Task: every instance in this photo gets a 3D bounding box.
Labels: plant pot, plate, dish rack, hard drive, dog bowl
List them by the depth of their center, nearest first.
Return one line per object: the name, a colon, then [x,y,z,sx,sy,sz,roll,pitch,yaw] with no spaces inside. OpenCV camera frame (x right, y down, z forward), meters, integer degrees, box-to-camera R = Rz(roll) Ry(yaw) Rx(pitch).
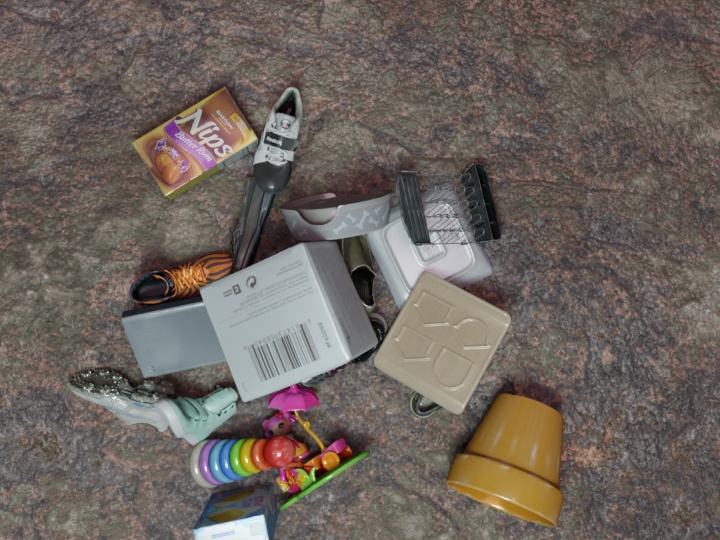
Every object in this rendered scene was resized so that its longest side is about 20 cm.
dog bowl: [-0.039,-0.099,1.221,0.199,0.200,0.059,-9,103,-4]
plant pot: [0.275,0.327,1.232,0.200,0.200,0.184,24,71,-3]
hard drive: [-0.305,0.113,1.235,0.199,0.033,0.140,-12,123,-5]
dish rack: [0.156,-0.117,1.252,0.200,0.055,0.154,-3,75,-35]
plate: [0.127,-0.043,1.306,0.200,0.032,0.200,-26,89,-5]

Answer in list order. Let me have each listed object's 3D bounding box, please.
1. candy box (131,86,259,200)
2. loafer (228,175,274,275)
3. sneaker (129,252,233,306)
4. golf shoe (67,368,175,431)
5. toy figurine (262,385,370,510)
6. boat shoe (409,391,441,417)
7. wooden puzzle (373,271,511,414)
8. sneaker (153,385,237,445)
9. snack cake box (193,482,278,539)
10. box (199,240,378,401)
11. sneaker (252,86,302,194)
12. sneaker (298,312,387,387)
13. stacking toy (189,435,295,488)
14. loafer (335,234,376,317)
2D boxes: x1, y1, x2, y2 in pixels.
candy box: [-0.300,-0.233,1.272,0.200,0.056,0.117,-33,89,-6]
loafer: [-0.209,-0.079,1.261,0.063,0.072,0.201,17,72,-2]
sneaker: [-0.313,0.021,1.231,0.200,0.112,0.078,-22,90,-6]
golf shoe: [-0.429,0.239,1.235,0.199,0.078,0.097,12,115,11]
toy figurine: [-0.112,0.302,1.247,0.200,0.150,0.184,-38,76,19]
boat shoe: [0.173,0.197,1.281,0.201,0.066,0.072,-45,91,-4]
wooden puzzle: [0.147,0.129,1.249,0.185,0.046,0.200,28,89,19]
sneaker: [-0.277,0.230,1.191,0.118,0.201,0.074,-38,72,-12]
snack cake box: [-0.206,0.428,1.177,0.115,0.200,0.067,-12,88,-5]
box: [-0.111,0.076,1.130,0.199,0.171,0.200,-23,86,16]
sneaker: [-0.148,-0.239,1.245,0.074,0.089,0.201,11,74,-6]
sneaker: [-0.035,0.146,1.257,0.200,0.087,0.074,-32,93,-5]
stacking toy: [-0.198,0.324,1.194,0.200,0.085,0.086,-17,89,31]
loafer: [0.000,0.000,1.247,0.075,0.070,0.201,10,61,-33]
